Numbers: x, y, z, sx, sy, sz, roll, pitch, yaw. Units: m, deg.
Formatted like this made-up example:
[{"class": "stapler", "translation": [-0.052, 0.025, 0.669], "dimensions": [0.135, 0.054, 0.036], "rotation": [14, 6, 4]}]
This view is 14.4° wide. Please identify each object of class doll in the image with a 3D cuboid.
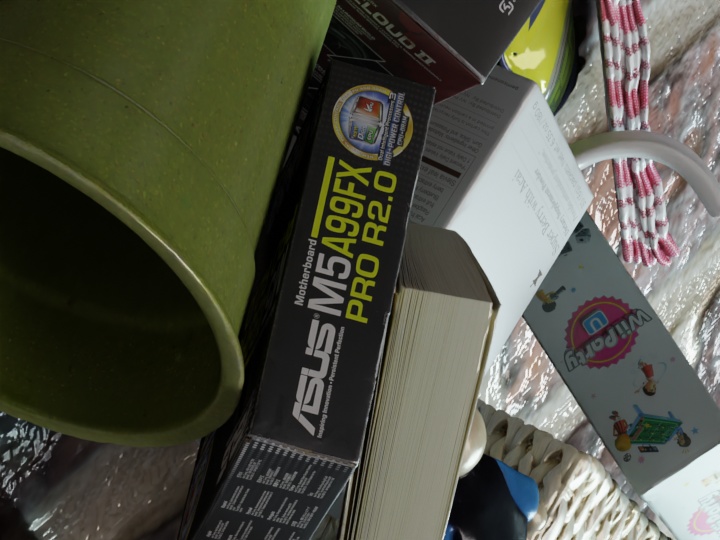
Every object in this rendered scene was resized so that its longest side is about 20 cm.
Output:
[{"class": "doll", "translation": [0.048, 0.150, 1.313], "dimensions": [0.136, 0.048, 0.201], "rotation": [-37, 128, -52]}]

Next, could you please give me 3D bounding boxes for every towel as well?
[{"class": "towel", "translation": [0.139, -0.118, 1.482], "dimensions": [0.147, 0.030, 0.201], "rotation": [-92, 174, -48]}]

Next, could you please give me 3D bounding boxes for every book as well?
[{"class": "book", "translation": [0.013, 0.091, 1.195], "dimensions": [0.134, 0.048, 0.201], "rotation": [-91, -169, -78]}]

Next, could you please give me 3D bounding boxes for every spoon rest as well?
[{"class": "spoon rest", "translation": [0.081, -0.019, 1.430], "dimensions": [0.099, 0.199, 0.061], "rotation": [-78, 144, -76]}]

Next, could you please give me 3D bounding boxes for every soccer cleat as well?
[{"class": "soccer cleat", "translation": [0.069, -0.139, 1.402], "dimensions": [0.084, 0.065, 0.201], "rotation": [-46, 147, -27]}]

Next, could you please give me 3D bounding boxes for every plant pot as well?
[{"class": "plant pot", "translation": [-0.096, -0.068, 1.077], "dimensions": [0.200, 0.199, 0.190], "rotation": [74, 36, -51]}]

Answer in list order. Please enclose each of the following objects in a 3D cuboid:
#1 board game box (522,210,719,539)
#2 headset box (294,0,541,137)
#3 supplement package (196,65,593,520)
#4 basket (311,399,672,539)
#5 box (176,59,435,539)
[{"class": "board game box", "translation": [0.141, 0.052, 1.525], "dimensions": [0.064, 0.200, 0.148], "rotation": [-34, 150, 4]}, {"class": "headset box", "translation": [0.033, -0.141, 1.209], "dimensions": [0.149, 0.077, 0.200], "rotation": [-55, -166, -20]}, {"class": "supplement package", "translation": [0.000, 0.000, 1.333], "dimensions": [0.200, 0.119, 0.121], "rotation": [-58, 152, -13]}, {"class": "basket", "translation": [0.041, 0.168, 1.496], "dimensions": [0.201, 0.160, 0.198], "rotation": [-62, 151, -9]}, {"class": "box", "translation": [-0.026, 0.032, 1.129], "dimensions": [0.200, 0.044, 0.161], "rotation": [118, -14, -65]}]
